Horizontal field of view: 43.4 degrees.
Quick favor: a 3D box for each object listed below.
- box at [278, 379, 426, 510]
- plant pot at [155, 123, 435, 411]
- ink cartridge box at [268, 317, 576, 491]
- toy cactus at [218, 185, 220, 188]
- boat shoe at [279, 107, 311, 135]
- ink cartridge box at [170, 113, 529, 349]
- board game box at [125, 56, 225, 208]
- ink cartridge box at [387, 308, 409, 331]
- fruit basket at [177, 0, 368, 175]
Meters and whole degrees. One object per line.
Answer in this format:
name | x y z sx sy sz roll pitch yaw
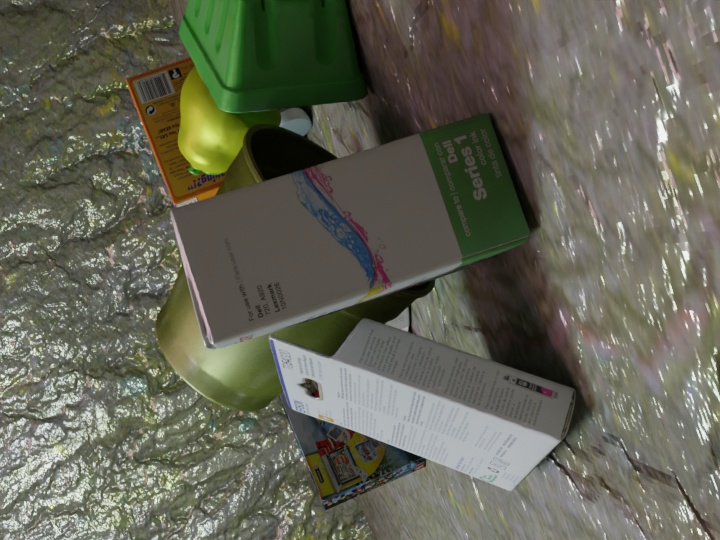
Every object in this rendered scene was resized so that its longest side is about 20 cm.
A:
box | -0.020 0.178 1.132 0.038 0.136 0.201 87 160 -58
plant pot | -0.072 0.014 0.782 0.200 0.193 0.201 36 -159 -16
ink cartridge box | 0.039 0.095 0.664 0.197 0.199 0.043 92 -160 -68
toy cactus | -0.097 -0.086 1.216 0.200 0.102 0.165 42 140 6
boat shoe | -0.116 -0.204 1.183 0.091 0.071 0.200 64 173 0
ink cartridge box | -0.014 -0.019 0.584 0.145 0.199 0.084 142 110 -80
board game box | -0.217 -0.200 1.384 0.200 0.199 0.201 119 130 -78
ink cartridge box | 0.000 0.000 0.985 0.200 0.067 0.117 82 163 -56
fruit basket | -0.096 -0.183 0.841 0.215 0.155 0.217 171 90 -72
